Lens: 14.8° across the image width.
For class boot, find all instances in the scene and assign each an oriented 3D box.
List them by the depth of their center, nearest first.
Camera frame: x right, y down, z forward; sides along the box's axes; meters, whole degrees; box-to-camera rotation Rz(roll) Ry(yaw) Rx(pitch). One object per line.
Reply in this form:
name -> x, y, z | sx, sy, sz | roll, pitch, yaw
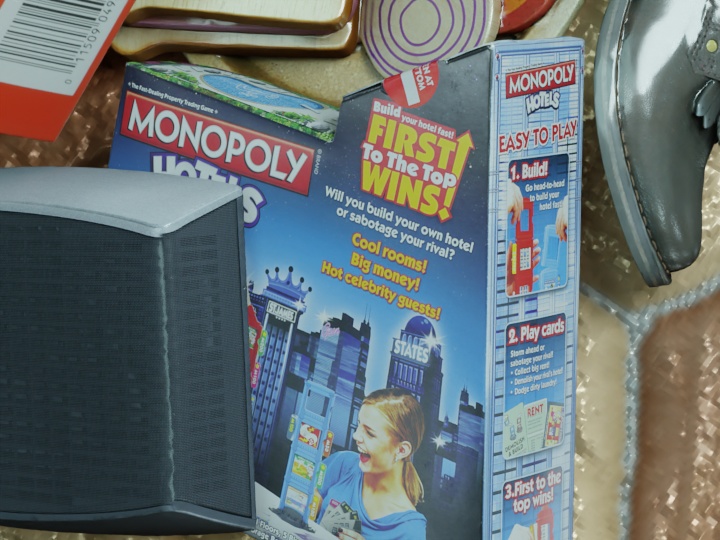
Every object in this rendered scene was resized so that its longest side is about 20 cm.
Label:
boot -> 0.171, -0.093, 0.967 | 0.174, 0.069, 0.200 | 1, 90, 10

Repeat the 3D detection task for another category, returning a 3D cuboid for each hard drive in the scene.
hard drive -> -0.125, 0.030, 1.012 | 0.200, 0.042, 0.135 | 2, 96, 39

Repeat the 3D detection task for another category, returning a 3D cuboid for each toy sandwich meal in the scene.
toy sandwich meal -> -0.008, -0.143, 1.027 | 0.205, 0.070, 0.206 | -3, 82, 18

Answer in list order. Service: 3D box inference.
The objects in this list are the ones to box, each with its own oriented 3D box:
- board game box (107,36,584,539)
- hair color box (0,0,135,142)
board game box -> 0.000, 0.000, 0.980 | 0.200, 0.062, 0.200 | 23, 108, 32
hair color box -> -0.152, -0.153, 1.029 | 0.111, 0.064, 0.200 | -57, 46, 25
